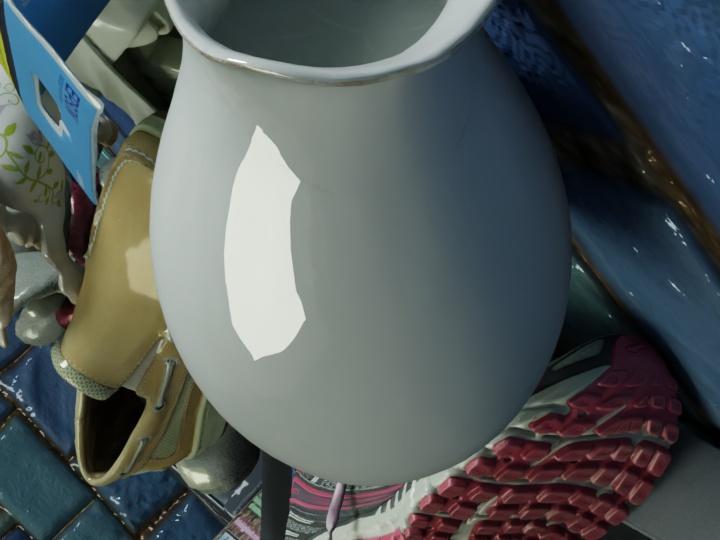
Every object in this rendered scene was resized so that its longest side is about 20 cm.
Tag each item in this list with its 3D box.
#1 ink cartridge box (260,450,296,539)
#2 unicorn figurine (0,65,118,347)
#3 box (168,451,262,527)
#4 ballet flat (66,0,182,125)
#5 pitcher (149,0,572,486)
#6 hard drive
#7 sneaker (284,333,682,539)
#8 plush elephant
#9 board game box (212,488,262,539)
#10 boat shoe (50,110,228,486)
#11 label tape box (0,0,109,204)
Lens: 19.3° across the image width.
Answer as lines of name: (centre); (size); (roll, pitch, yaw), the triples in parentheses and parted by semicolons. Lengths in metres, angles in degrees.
ink cartridge box: (-0.016, 0.128, 0.959); (0.099, 0.039, 0.202); (-162, 72, -69)
unicorn figurine: (-0.129, -0.081, 0.880); (0.138, 0.073, 0.201); (62, -156, -51)
box: (-0.013, 0.163, 1.393); (0.200, 0.117, 0.197); (48, 170, -21)
ballet flat: (-0.080, -0.092, 0.839); (0.069, 0.069, 0.200); (34, 169, 50)
pitcher: (-0.012, -0.046, 0.599); (0.201, 0.121, 0.172); (80, 166, -52)
hard drive: (0.123, 0.106, 0.815); (0.135, 0.042, 0.200); (50, 169, -22)
sneaker: (0.032, 0.070, 0.771); (0.080, 0.200, 0.075); (17, -127, -35)
plush elephant: (-0.125, -0.005, 1.026); (0.154, 0.165, 0.201); (0, 135, 14)
board game box: (-0.001, 0.165, 1.107); (0.097, 0.200, 0.159); (47, 171, -19)
boat shoe: (-0.090, 0.024, 0.868); (0.072, 0.076, 0.201); (40, 147, 29)
label tape box: (-0.111, -0.131, 0.658); (0.201, 0.066, 0.143); (57, 170, 4)
